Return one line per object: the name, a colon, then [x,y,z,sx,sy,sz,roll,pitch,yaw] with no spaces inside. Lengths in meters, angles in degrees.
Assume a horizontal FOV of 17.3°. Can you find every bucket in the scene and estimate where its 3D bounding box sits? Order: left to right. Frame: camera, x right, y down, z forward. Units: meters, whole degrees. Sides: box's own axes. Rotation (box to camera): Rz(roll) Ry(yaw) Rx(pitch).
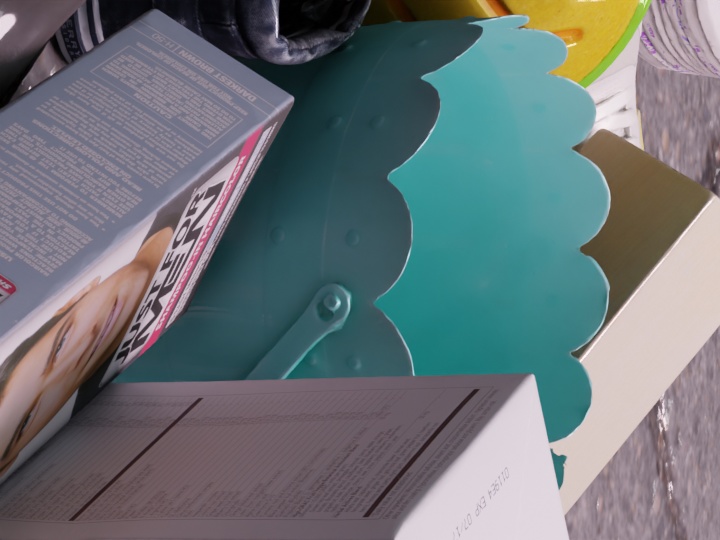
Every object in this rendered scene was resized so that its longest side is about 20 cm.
bucket: [0.000,0.000,0.902,0.207,0.135,0.207,-12,104,-63]

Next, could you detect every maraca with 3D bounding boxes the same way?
maraca: [0.063,-0.153,0.955,0.200,0.137,0.107,-65,175,24]

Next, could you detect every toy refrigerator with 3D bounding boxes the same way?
toy refrigerator: [0.080,0.044,1.033,0.200,0.076,0.070,-51,136,-3]

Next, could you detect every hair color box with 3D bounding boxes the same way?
hair color box: [-0.101,0.003,0.718,0.099,0.061,0.200,-61,171,32]

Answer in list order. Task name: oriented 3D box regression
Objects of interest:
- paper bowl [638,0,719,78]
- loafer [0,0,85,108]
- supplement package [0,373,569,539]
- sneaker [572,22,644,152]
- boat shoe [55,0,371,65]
paper bowl: [0.196,-0.207,1.302,0.201,0.104,0.201,-21,118,-48]
loafer: [-0.109,-0.103,0.730,0.073,0.072,0.200,52,48,-56]
supplement package: [-0.046,0.104,0.733,0.114,0.200,0.110,-42,124,-55]
sneaker: [0.102,-0.057,1.093,0.076,0.081,0.200,-28,151,-20]
boat shoe: [-0.027,-0.123,0.881,0.200,0.091,0.071,-51,138,-51]
